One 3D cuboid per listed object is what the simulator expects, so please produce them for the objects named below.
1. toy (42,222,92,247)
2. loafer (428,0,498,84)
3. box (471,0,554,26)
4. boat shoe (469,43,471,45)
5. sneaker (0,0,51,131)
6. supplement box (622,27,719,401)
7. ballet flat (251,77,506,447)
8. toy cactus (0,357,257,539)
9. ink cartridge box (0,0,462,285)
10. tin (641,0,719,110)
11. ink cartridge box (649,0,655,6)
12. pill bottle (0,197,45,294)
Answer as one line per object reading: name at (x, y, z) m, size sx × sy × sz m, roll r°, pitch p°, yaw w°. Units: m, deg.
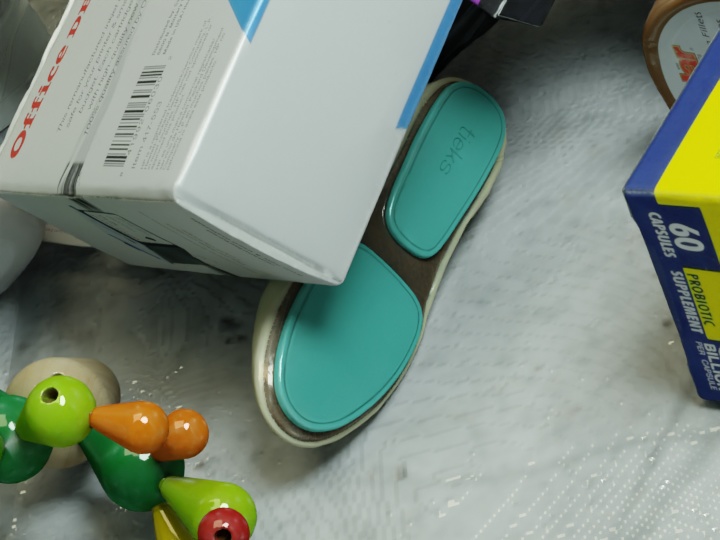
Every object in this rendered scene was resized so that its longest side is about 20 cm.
toy at (-0.086, -0.093, 1.092) m, size 0.115 × 0.047 × 0.201 m, roll 6°, pitch 69°, yaw 38°
loafer at (0.021, -0.120, 0.993) m, size 0.201 × 0.070 × 0.068 m, roll -45°, pitch -2°, yaw 22°
box at (0.036, -0.210, 0.940) m, size 0.200 × 0.036 × 0.143 m, roll 42°, pitch 112°, yaw 36°
boat shoe at (0.005, -0.150, 1.112) m, size 0.062 × 0.071 × 0.200 m, roll 0°, pitch 20°, yaw -35°
sneaker at (-0.251, -0.092, 1.152) m, size 0.074 × 0.116 × 0.200 m, roll 21°, pitch 58°, yaw 42°
supplement box at (0.212, -0.017, 0.787) m, size 0.199 × 0.109 × 0.110 m, roll 6°, pitch 47°, yaw 36°
ballet flat at (0.000, 0.000, 0.944) m, size 0.069 × 0.070 × 0.200 m, roll 5°, pitch 45°, yaw 35°
toy cactus at (-0.128, 0.072, 0.892) m, size 0.199 × 0.103 × 0.165 m, roll 6°, pitch 8°, yaw 9°
ink cartridge box at (-0.058, -0.079, 0.930) m, size 0.200 × 0.086 × 0.147 m, roll 4°, pitch 69°, yaw 62°
tin at (0.200, -0.079, 0.867) m, size 0.199 × 0.112 × 0.042 m, roll 7°, pitch 48°, yaw 38°
ink cartridge box at (0.169, -0.209, 1.014) m, size 0.144 × 0.146 × 0.200 m, roll -24°, pitch 36°, yaw 5°
pill bottle at (-0.240, -0.070, 1.053) m, size 0.104 × 0.104 × 0.200 m, roll -34°, pitch 74°, yaw -10°
